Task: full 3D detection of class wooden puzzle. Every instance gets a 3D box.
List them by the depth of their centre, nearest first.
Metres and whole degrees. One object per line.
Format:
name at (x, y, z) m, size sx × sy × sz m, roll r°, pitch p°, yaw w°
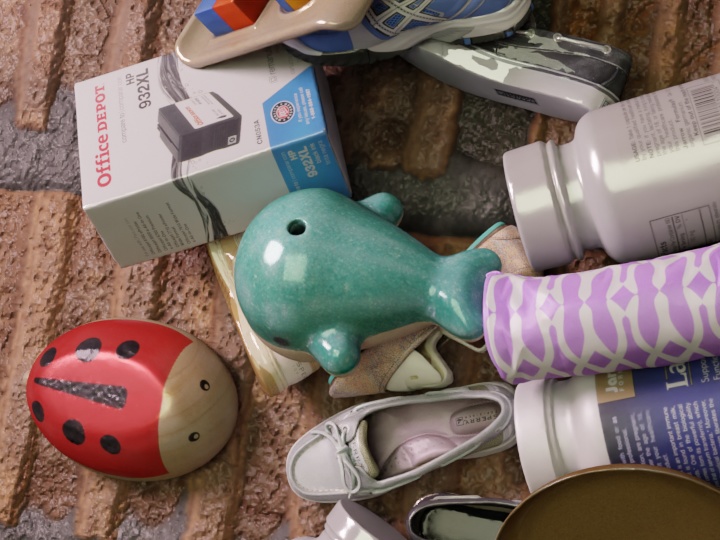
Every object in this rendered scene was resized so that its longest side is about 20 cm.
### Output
wooden puzzle at (-0.048, -0.248, 1.091) m, size 0.199 × 0.046 × 0.186 m, roll -1°, pitch 52°, yaw 46°

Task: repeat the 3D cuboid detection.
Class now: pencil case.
pencil case at (0.181, 0.024, 0.958) m, size 0.199 × 0.084 × 0.086 m, roll -10°, pitch 64°, yaw 20°

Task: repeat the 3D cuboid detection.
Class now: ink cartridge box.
ink cartridge box at (-0.121, -0.105, 1.133) m, size 0.199 × 0.084 × 0.146 m, roll -17°, pitch 51°, yaw 5°

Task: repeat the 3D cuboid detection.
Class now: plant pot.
plant pot at (0.191, 0.207, 0.990) m, size 0.199 × 0.028 × 0.201 m, roll 6°, pitch 124°, yaw 9°

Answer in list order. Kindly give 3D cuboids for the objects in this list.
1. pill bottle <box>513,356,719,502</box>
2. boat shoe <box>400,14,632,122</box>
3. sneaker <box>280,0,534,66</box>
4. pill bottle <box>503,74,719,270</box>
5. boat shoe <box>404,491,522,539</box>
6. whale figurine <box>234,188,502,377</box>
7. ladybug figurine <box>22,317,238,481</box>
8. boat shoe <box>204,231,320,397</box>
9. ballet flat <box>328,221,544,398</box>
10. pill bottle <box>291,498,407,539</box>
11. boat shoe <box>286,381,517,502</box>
pill bottle at (0.216, 0.107, 1.004) m, size 0.199 × 0.116 × 0.117 m, roll -14°, pitch 77°, yaw 17°
boat shoe at (0.115, -0.174, 1.110) m, size 0.199 × 0.072 × 0.068 m, roll 20°, pitch 83°, yaw 25°
sneaker at (0.028, -0.212, 1.077) m, size 0.199 × 0.077 × 0.076 m, roll -11°, pitch 49°, yaw 11°
pill bottle at (0.210, -0.068, 1.019) m, size 0.199 × 0.114 × 0.115 m, roll -15°, pitch 77°, yaw 11°
boat shoe at (0.126, 0.207, 1.048) m, size 0.199 × 0.063 × 0.073 m, roll 10°, pitch 82°, yaw 20°
whale figurine at (0.000, 0.000, 1.045) m, size 0.199 × 0.104 × 0.160 m, roll 6°, pitch 58°, yaw 21°
ladybug figurine at (-0.201, 0.105, 1.178) m, size 0.199 × 0.072 × 0.137 m, roll 4°, pitch 83°, yaw 21°
boat shoe at (-0.081, 0.005, 1.158) m, size 0.069 × 0.074 × 0.201 m, roll -21°, pitch 67°, yaw -6°
ballet flat at (0.062, 0.049, 1.097) m, size 0.200 × 0.068 × 0.067 m, roll -43°, pitch 73°, yaw 10°
pill bottle at (-0.043, 0.276, 1.077) m, size 0.104 × 0.104 × 0.201 m, roll 36°, pitch 94°, yaw 21°
boat shoe at (0.029, 0.131, 1.095) m, size 0.201 × 0.065 × 0.075 m, roll -15°, pitch 76°, yaw 17°
